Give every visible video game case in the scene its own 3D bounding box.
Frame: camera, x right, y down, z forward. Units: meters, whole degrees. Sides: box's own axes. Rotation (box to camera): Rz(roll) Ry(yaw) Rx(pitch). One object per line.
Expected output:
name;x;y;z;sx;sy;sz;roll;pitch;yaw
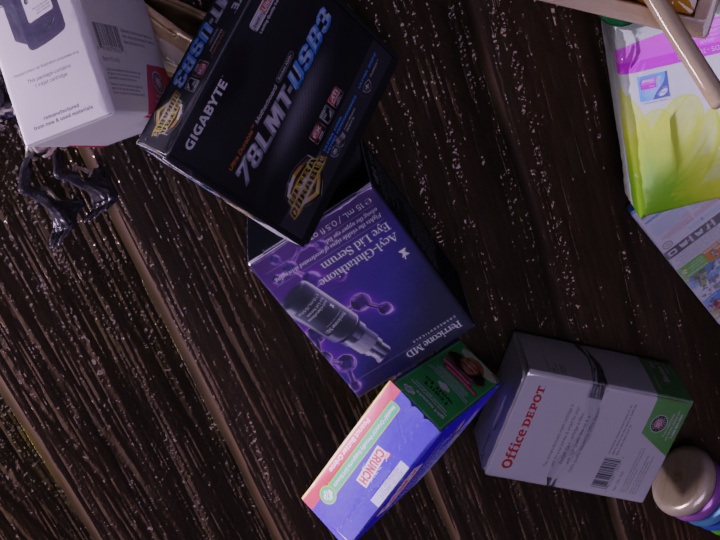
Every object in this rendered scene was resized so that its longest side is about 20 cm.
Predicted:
video game case;0.392;-0.041;1.250;0.143;0.018;0.200;-38;117;15

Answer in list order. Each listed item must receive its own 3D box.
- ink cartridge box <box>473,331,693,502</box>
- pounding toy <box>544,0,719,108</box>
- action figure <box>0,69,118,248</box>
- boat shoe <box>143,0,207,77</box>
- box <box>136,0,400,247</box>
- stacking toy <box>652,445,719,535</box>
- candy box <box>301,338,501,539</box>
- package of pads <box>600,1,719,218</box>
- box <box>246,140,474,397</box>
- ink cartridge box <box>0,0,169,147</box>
ink cartridge box;0.241;0.163;1.314;0.198;0.085;0.147;13;118;-13
pounding toy;0.241;-0.268;0.983;0.182;0.142;0.202;16;116;11
action figure;-0.312;-0.118;1.086;0.118;0.103;0.201;-24;122;22
boat shoe;-0.130;-0.204;1.069;0.198;0.074;0.070;16;123;-14
box;-0.072;-0.148;1.027;0.198;0.049;0.202;34;82;-52
stacking toy;0.440;0.284;1.417;0.199;0.086;0.085;31;113;-29
candy box;0.046;0.174;1.233;0.077;0.200;0.170;41;112;11
package of pads;0.322;-0.165;1.133;0.153;0.068;0.202;-12;114;2
box;0.000;0.000;1.183;0.147;0.105;0.200;-33;118;12
ink cartridge box;-0.236;-0.209;0.968;0.083;0.145;0.202;-17;91;14
